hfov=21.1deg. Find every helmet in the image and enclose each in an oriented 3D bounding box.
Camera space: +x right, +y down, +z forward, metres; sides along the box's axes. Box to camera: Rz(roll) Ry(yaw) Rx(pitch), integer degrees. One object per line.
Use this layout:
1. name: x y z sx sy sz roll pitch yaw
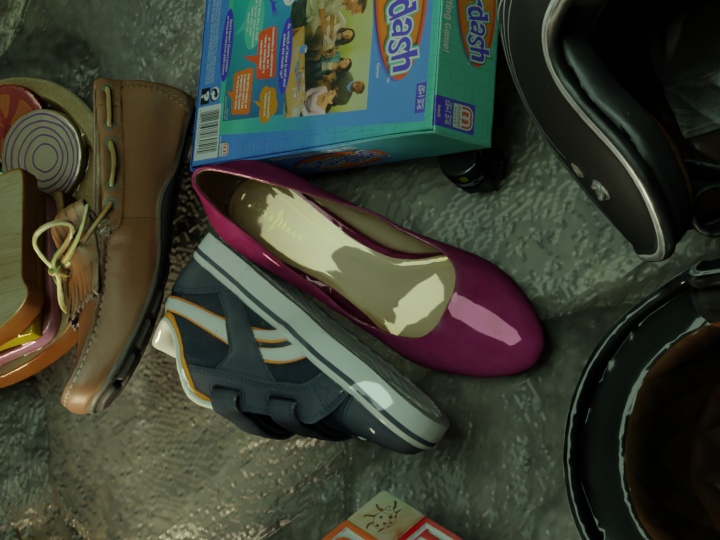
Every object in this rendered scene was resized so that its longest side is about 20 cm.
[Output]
1. helmet: 0.153 -0.119 0.861 0.200 0.200 0.191 -22 93 25
2. helmet: 0.192 0.078 0.812 0.200 0.191 0.200 1 80 -6

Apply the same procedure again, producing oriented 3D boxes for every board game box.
1. board game box: -0.009 -0.132 1.038 0.200 0.045 0.152 -4 78 48

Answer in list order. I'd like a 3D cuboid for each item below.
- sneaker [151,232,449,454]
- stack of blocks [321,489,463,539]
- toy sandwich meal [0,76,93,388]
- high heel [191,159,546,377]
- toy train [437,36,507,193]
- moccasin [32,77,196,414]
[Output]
1. sneaker: -0.036 0.058 1.022 0.200 0.078 0.079 36 92 44
2. stack of blocks: -0.013 0.204 0.909 0.115 0.059 0.200 30 51 34
3. toy sandwich meal: -0.232 -0.026 1.165 0.205 0.070 0.205 -8 73 29
4. high heel: 0.000 0.000 1.003 0.200 0.096 0.067 23 90 33
5. toy train: 0.053 -0.140 1.036 0.034 0.046 0.200 -10 72 29
6. moccasin: -0.144 -0.017 1.082 0.078 0.074 0.202 12 72 -10
